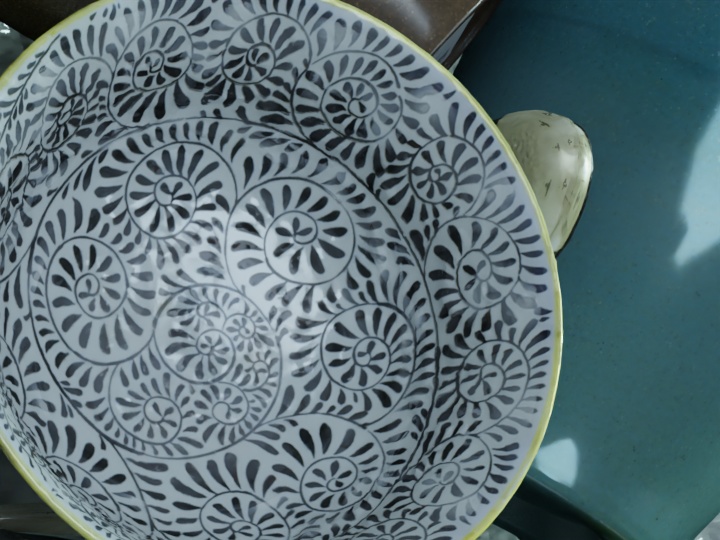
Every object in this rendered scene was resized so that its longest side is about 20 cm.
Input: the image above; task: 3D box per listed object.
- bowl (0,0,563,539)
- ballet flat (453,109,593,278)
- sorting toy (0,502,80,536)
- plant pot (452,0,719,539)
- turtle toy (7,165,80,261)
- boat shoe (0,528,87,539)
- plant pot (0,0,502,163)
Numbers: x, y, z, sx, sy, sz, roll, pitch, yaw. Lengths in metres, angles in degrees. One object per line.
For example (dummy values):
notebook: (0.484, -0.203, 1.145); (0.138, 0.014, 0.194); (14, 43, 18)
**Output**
bowl: (-0.046, 0.016, 0.830); (0.200, 0.094, 0.201); (8, 70, -21)
ballet flat: (0.000, 0.000, 0.903); (0.057, 0.200, 0.067); (20, 53, -40)
sorting toy: (-0.178, 0.182, 0.830); (0.180, 0.107, 0.200); (1, 74, -20)
plant pot: (0.097, 0.007, 0.973); (0.200, 0.200, 0.188); (33, 77, -15)
turtle toy: (-0.189, -0.036, 0.844); (0.200, 0.146, 0.101); (0, 41, -27)
boat shoe: (-0.134, 0.105, 0.783); (0.200, 0.057, 0.069); (7, 73, -10)
plant pot: (-0.052, -0.131, 0.910); (0.200, 0.187, 0.187); (42, 60, 2)
